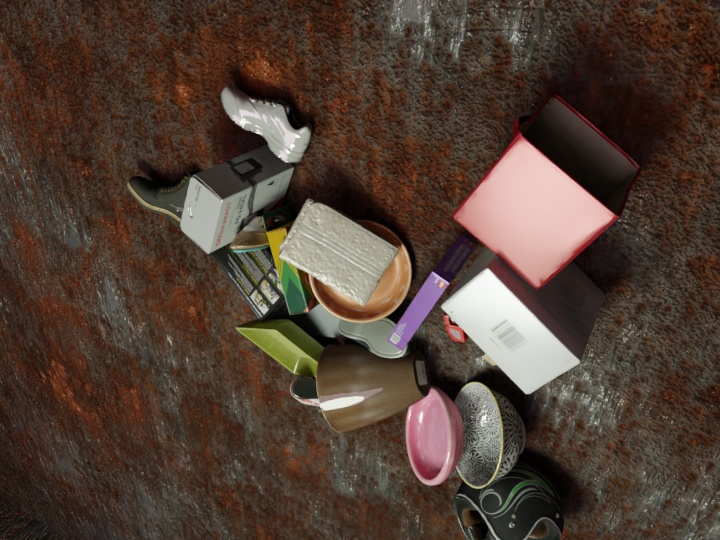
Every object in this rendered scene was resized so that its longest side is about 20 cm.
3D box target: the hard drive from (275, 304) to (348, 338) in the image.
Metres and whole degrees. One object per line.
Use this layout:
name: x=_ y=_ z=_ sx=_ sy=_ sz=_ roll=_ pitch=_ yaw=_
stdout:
hard drive: x=-0.109 y=0.080 z=1.499 sx=0.198 sy=0.033 sz=0.141 roll=1 pitch=120 yaw=34

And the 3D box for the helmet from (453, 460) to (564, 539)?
helmet: x=0.309 y=0.484 z=1.384 sx=0.200 sy=0.189 sz=0.201 roll=49 pitch=151 yaw=40

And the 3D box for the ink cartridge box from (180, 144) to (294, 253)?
ink cartridge box: x=-0.238 y=-0.139 z=1.318 sx=0.083 sy=0.200 sz=0.146 roll=40 pitch=134 yaw=15

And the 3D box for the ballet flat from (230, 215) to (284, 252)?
ballet flat: x=-0.189 y=-0.077 z=1.345 sx=0.070 sy=0.200 sz=0.066 roll=6 pitch=100 yaw=24

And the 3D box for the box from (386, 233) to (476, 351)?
box: x=0.129 y=0.041 z=1.242 sx=0.039 sy=0.137 sz=0.201 roll=35 pitch=133 yaw=6

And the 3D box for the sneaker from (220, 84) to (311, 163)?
sneaker: x=-0.172 y=-0.291 z=1.280 sx=0.199 sy=0.075 sz=0.087 roll=36 pitch=121 yaw=-1

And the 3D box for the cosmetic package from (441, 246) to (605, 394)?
cosmetic package: x=0.271 y=0.048 z=1.108 sx=0.199 sy=0.200 sz=0.123 roll=45 pitch=131 yaw=-1

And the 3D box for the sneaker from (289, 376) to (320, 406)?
sneaker: x=-0.069 y=0.295 z=1.602 sx=0.199 sy=0.068 sz=0.108 roll=16 pitch=168 yaw=-6

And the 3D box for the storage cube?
storage cube: x=0.275 y=-0.119 z=1.014 sx=0.200 sy=0.171 sz=0.180 roll=40 pitch=135 yaw=3

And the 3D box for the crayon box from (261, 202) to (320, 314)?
crayon box: x=-0.117 y=-0.030 z=1.346 sx=0.050 sy=0.127 sz=0.202 roll=-9 pitch=103 yaw=30

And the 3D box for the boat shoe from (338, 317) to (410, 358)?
boat shoe: x=0.038 y=0.130 z=1.370 sx=0.060 sy=0.076 sz=0.199 roll=28 pitch=178 yaw=-41

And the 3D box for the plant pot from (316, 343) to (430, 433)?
plant pot: x=0.039 y=0.231 z=1.422 sx=0.198 sy=0.187 sz=0.188 roll=-14 pitch=112 yaw=24

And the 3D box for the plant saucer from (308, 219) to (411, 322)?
plant saucer: x=0.000 y=0.000 z=1.316 sx=0.198 sy=0.037 sz=0.202 roll=1 pitch=104 yaw=2

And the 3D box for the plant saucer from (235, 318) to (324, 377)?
plant saucer: x=-0.155 y=0.168 z=1.524 sx=0.200 sy=0.048 sz=0.199 roll=43 pitch=155 yaw=-26

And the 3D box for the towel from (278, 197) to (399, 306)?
towel: x=-0.043 y=-0.035 z=1.268 sx=0.199 sy=0.034 sz=0.133 roll=31 pitch=99 yaw=-8

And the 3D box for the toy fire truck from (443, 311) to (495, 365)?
toy fire truck: x=0.259 y=0.133 z=1.277 sx=0.198 sy=0.049 sz=0.142 roll=3 pitch=121 yaw=33

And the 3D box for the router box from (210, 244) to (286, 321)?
router box: x=-0.224 y=-0.011 z=1.473 sx=0.201 sy=0.051 sz=0.149 roll=52 pitch=129 yaw=8

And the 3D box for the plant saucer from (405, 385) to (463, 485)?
plant saucer: x=0.157 y=0.341 z=1.421 sx=0.050 sy=0.202 sz=0.201 roll=4 pitch=136 yaw=-22

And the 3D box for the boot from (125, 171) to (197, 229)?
boot: x=-0.412 y=-0.186 z=1.506 sx=0.199 sy=0.078 sz=0.139 roll=29 pitch=129 yaw=-4

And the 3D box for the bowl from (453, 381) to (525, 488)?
bowl: x=0.264 y=0.325 z=1.346 sx=0.093 sy=0.202 sz=0.202 roll=6 pitch=136 yaw=-21
